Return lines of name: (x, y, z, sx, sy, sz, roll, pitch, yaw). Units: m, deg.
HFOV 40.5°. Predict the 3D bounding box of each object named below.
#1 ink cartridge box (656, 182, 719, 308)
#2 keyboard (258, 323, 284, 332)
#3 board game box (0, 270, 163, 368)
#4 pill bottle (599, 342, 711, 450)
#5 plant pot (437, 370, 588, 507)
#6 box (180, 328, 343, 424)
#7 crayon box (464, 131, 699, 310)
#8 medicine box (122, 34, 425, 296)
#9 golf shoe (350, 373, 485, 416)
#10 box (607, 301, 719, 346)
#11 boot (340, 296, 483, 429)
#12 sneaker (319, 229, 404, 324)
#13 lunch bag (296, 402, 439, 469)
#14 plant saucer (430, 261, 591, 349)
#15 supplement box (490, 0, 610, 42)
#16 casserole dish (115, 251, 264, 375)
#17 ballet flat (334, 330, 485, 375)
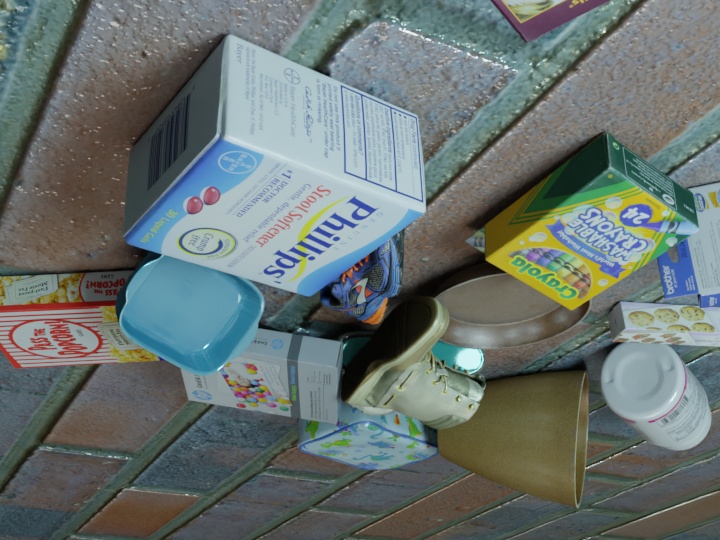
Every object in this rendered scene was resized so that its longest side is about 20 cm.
ink cartridge box: (0.389, -0.033, 0.956, 0.198, 0.120, 0.042, -10, 153, 13)
keyboard: (-0.110, 0.119, 1.266, 0.104, 0.040, 0.199, -28, 142, 36)
board game box: (-0.321, 0.057, 1.124, 0.198, 0.047, 0.152, -3, 151, 0)
pill bottle: (0.412, 0.177, 1.346, 0.113, 0.114, 0.200, -18, 148, 25)
plant pot: (0.214, 0.229, 1.378, 0.198, 0.188, 0.187, 2, 154, 18)
box: (-0.122, 0.125, 1.208, 0.198, 0.041, 0.156, 10, 146, 4)
crayon box: (0.214, -0.034, 0.968, 0.125, 0.052, 0.200, 28, 136, -24)
medicine box: (-0.075, -0.079, 0.844, 0.199, 0.104, 0.182, 18, 145, -32)
golf shoe: (0.075, 0.145, 1.282, 0.198, 0.079, 0.097, 2, 163, -34)
box: (0.410, 0.069, 1.227, 0.198, 0.042, 0.039, 4, 151, -12)
boot: (0.086, 0.116, 1.158, 0.154, 0.073, 0.200, 22, 134, -21)
sneaker: (0.000, 0.000, 1.029, 0.078, 0.076, 0.201, 6, 148, -9)
lunch bag: (0.010, 0.233, 1.439, 0.160, 0.083, 0.199, -26, 144, 34)
plant saucer: (0.170, 0.037, 1.152, 0.198, 0.035, 0.201, -2, 152, -1)
supplement box: (0.101, -0.246, 0.559, 0.130, 0.104, 0.200, -21, 146, 29)
casserole dish: (-0.186, 0.038, 1.058, 0.122, 0.039, 0.200, -53, 140, -2)
ballet flat: (0.058, 0.103, 1.246, 0.198, 0.068, 0.064, 3, 178, -10)
